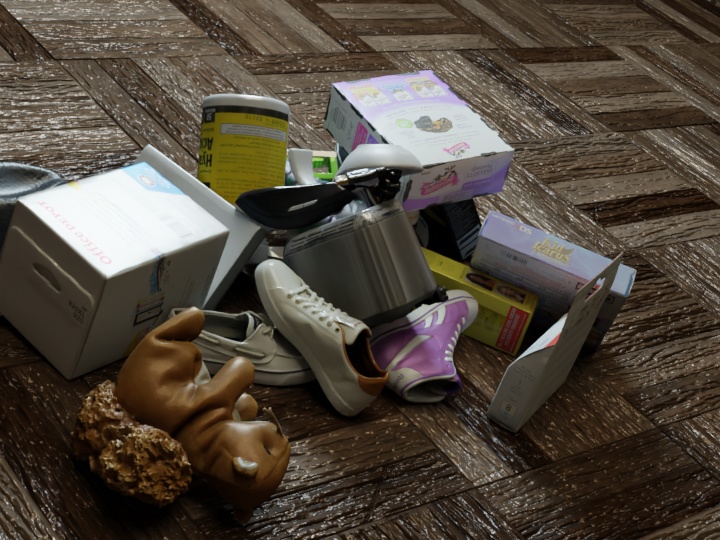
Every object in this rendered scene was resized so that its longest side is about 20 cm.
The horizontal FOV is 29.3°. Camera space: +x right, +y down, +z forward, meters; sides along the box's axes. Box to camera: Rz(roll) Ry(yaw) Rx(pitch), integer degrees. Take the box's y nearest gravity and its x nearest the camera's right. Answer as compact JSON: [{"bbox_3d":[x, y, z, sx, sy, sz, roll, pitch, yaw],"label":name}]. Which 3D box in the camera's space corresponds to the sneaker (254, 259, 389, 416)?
[{"bbox_3d":[-0.036,0.058,1.540,0.201,0.085,0.073,53,33,6],"label":"sneaker"}]

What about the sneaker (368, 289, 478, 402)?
[{"bbox_3d":[0.095,0.100,1.650,0.199,0.073,0.114,-26,56,-40],"label":"sneaker"}]

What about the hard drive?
[{"bbox_3d":[-0.221,-0.046,1.645,0.199,0.133,0.026,35,-1,26],"label":"hard drive"}]

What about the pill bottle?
[{"bbox_3d":[-0.147,-0.110,1.703,0.110,0.203,0.111,3,-3,0],"label":"pill bottle"}]

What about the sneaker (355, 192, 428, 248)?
[{"bbox_3d":[-0.001,-0.066,1.857,0.197,0.076,0.088,17,29,-3],"label":"sneaker"}]

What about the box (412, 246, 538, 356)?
[{"bbox_3d":[0.123,0.033,1.767,0.198,0.076,0.050,24,31,6],"label":"box"}]

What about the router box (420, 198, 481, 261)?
[{"bbox_3d":[0.085,-0.126,1.933,0.052,0.158,0.200,-37,51,-10],"label":"router box"}]

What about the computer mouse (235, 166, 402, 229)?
[{"bbox_3d":[-0.043,-0.079,1.586,0.197,0.047,0.140,-6,-6,-8],"label":"computer mouse"}]

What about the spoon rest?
[{"bbox_3d":[-0.009,-0.119,1.656,0.099,0.062,0.199,0,3,-43],"label":"spoon rest"}]

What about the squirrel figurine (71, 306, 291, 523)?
[{"bbox_3d":[-0.171,0.168,1.335,0.199,0.142,0.187,-29,63,-36],"label":"squirrel figurine"}]

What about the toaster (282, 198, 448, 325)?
[{"bbox_3d":[0.000,0.000,1.607,0.113,0.199,0.131,-24,95,-49],"label":"toaster"}]

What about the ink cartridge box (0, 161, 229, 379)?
[{"bbox_3d":[-0.275,-0.004,1.507,0.147,0.146,0.199,38,33,21],"label":"ink cartridge box"}]

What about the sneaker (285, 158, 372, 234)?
[{"bbox_3d":[-0.034,-0.074,1.753,0.087,0.075,0.201,-28,67,-26],"label":"sneaker"}]

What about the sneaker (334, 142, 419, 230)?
[{"bbox_3d":[0.029,-0.126,1.835,0.078,0.080,0.201,-6,50,-29],"label":"sneaker"}]

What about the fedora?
[{"bbox_3d":[-0.402,-0.066,1.596,0.198,0.092,0.201,15,30,-9],"label":"fedora"}]

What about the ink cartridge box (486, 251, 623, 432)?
[{"bbox_3d":[0.230,0.075,1.627,0.047,0.202,0.160,30,30,19],"label":"ink cartridge box"}]

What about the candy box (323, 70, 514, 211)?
[{"bbox_3d":[0.073,-0.171,1.786,0.166,0.072,0.200,-12,44,-31],"label":"candy box"}]

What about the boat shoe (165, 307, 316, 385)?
[{"bbox_3d":[-0.127,0.078,1.547,0.197,0.066,0.072,10,30,-17],"label":"boat shoe"}]

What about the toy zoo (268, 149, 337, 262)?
[{"bbox_3d":[-0.087,-0.073,1.801,0.129,0.021,0.202,1,56,-12],"label":"toy zoo"}]

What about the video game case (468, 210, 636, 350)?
[{"bbox_3d":[0.237,0.014,1.768,0.198,0.182,0.046,23,66,7],"label":"video game case"}]
